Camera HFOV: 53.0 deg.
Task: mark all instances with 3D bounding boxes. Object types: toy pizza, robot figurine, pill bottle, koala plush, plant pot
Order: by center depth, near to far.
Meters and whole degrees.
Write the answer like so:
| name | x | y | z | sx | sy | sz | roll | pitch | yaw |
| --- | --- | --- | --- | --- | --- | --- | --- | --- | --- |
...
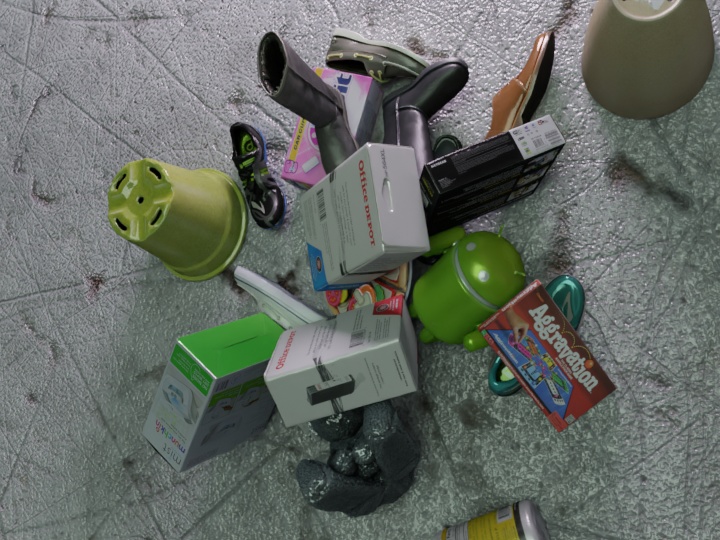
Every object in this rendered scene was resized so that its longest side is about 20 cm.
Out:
| name | x | y | z | sx | sy | sz | roll | pitch | yaw |
| --- | --- | --- | --- | --- | --- | --- | --- | --- | --- |
| plant pot | 0.386 | -0.332 | 0.969 | 0.182 | 0.199 | 0.194 | -4 | 79 | 20 |
| pill bottle | 0.161 | 0.398 | 0.982 | 0.196 | 0.111 | 0.114 | -26 | 73 | 16 |
| robot figurine | 0.152 | 0.026 | 1.024 | 0.200 | 0.114 | 0.179 | -44 | 60 | 41 |
| koala plush | -0.017 | 0.237 | 1.073 | 0.177 | 0.184 | 0.201 | -42 | 48 | 3 |
| toy pizza | 0.000 | 0.000 | 1.116 | 0.197 | 0.031 | 0.207 | -4 | 85 | 45 |
| plant pot | -0.318 | -0.098 | 1.216 | 0.195 | 0.184 | 0.207 | -4 | 79 | 20 |

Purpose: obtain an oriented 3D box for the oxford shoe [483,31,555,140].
| name | x | y | z | sx | sy | sz | roll | pitch | yaw |
| --- | --- | --- | --- | --- | --- | --- | --- | --- | --- |
| oxford shoe | 0.237 | -0.268 | 1.089 | 0.070 | 0.071 | 0.205 | 24 | 91 | 28 |

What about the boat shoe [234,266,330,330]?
| name | x | y | z | sx | sy | sz | roll | pitch | yaw |
| --- | --- | --- | --- | --- | --- | --- | --- | --- | --- |
| boat shoe | -0.137 | 0.064 | 1.176 | 0.197 | 0.073 | 0.068 | 30 | 92 | 23 |

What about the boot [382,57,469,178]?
| name | x | y | z | sx | sy | sz | roll | pitch | yaw |
| --- | --- | --- | --- | --- | --- | --- | --- | --- | --- |
| boot | 0.098 | -0.204 | 1.088 | 0.163 | 0.065 | 0.205 | -27 | 45 | 36 |

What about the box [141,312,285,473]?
| name | x | y | z | sx | sy | sz | roll | pitch | yaw |
| --- | --- | --- | --- | --- | --- | --- | --- | --- | --- |
| box | -0.205 | 0.180 | 1.092 | 0.096 | 0.198 | 0.180 | 36 | 116 | 22 |

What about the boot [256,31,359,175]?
| name | x | y | z | sx | sy | sz | roll | pitch | yaw |
| --- | --- | --- | --- | --- | --- | --- | --- | --- | --- |
| boot | -0.072 | -0.229 | 1.059 | 0.071 | 0.200 | 0.187 | -21 | 75 | 13 |

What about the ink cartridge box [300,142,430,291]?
| name | x | y | z | sx | sy | sz | roll | pitch | yaw |
| --- | --- | --- | --- | --- | --- | --- | --- | --- | --- |
| ink cartridge box | 0.002 | -0.068 | 1.009 | 0.199 | 0.082 | 0.151 | -26 | 70 | 54 |

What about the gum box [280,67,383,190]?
| name | x | y | z | sx | sy | sz | roll | pitch | yaw |
| --- | --- | --- | --- | --- | --- | --- | --- | --- | --- |
| gum box | -0.044 | -0.230 | 1.193 | 0.111 | 0.066 | 0.206 | 15 | 86 | 21 |

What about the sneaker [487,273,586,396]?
| name | x | y | z | sx | sy | sz | roll | pitch | yaw |
| --- | --- | --- | --- | --- | --- | --- | --- | --- | --- |
| sneaker | 0.248 | 0.095 | 1.016 | 0.077 | 0.079 | 0.202 | 36 | 94 | 22 |

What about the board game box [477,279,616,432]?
| name | x | y | z | sx | sy | sz | roll | pitch | yaw |
| --- | --- | --- | --- | --- | --- | --- | --- | --- | --- |
| board game box | 0.254 | 0.119 | 0.975 | 0.102 | 0.020 | 0.201 | -38 | 109 | 7 |

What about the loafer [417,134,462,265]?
| name | x | y | z | sx | sy | sz | roll | pitch | yaw |
| --- | --- | --- | --- | --- | --- | --- | --- | --- | --- |
| loafer | 0.120 | -0.111 | 1.106 | 0.066 | 0.070 | 0.207 | 9 | 84 | 22 |

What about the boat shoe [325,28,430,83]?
| name | x | y | z | sx | sy | sz | roll | pitch | yaw |
| --- | --- | --- | --- | --- | --- | --- | --- | --- | --- |
| boat shoe | 0.027 | -0.340 | 1.183 | 0.199 | 0.072 | 0.062 | 26 | 91 | 30 |

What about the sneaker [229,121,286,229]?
| name | x | y | z | sx | sy | sz | roll | pitch | yaw |
| --- | --- | --- | --- | --- | --- | --- | --- | --- | --- |
| sneaker | -0.183 | -0.161 | 1.228 | 0.069 | 0.082 | 0.205 | -23 | 74 | 16 |

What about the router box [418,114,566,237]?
| name | x | y | z | sx | sy | sz | roll | pitch | yaw |
| --- | --- | --- | --- | --- | --- | --- | --- | --- | --- |
| router box | 0.171 | -0.126 | 1.007 | 0.195 | 0.150 | 0.052 | -22 | 72 | -13 |

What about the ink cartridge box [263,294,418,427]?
| name | x | y | z | sx | sy | sz | roll | pitch | yaw |
| --- | --- | --- | --- | --- | --- | --- | --- | --- | --- |
| ink cartridge box | -0.022 | 0.125 | 1.017 | 0.195 | 0.145 | 0.086 | -17 | 109 | 12 |
